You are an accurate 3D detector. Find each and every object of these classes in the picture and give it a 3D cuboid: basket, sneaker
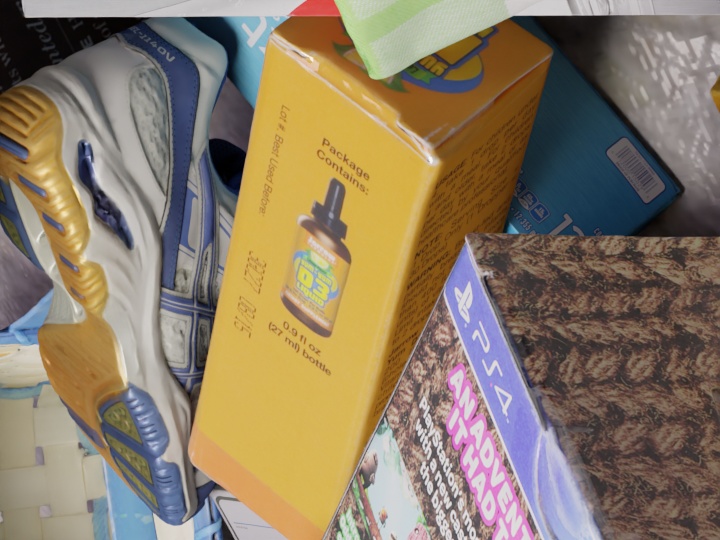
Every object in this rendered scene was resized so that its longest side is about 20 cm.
[{"bbox_3d":[-0.118,0.104,1.121,0.200,0.138,0.178,-22,75,62],"label":"basket"},{"bbox_3d":[-0.061,0.004,0.960,0.075,0.088,0.201,38,152,33],"label":"sneaker"}]

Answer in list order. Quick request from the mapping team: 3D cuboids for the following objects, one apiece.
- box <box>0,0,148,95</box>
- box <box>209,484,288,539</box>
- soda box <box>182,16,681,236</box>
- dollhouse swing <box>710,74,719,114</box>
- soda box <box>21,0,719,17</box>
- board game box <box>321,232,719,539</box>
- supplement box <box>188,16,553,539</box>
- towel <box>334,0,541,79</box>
[{"bbox_3d":[-0.181,-0.095,1.001,0.165,0.200,0.165,-10,112,52],"label":"box"},{"bbox_3d":[0.040,0.140,1.042,0.116,0.060,0.201,4,131,44],"label":"box"},{"bbox_3d":[0.006,-0.072,0.924,0.200,0.064,0.068,51,145,4],"label":"soda box"},{"bbox_3d":[0.157,0.045,0.757,0.181,0.176,0.201,-9,113,51],"label":"dollhouse swing"},{"bbox_3d":[0.004,-0.114,0.793,0.198,0.064,0.069,0,132,-3],"label":"soda box"},{"bbox_3d":[0.060,0.116,0.729,0.201,0.096,0.160,115,146,-41],"label":"board game box"},{"bbox_3d":[0.000,0.000,0.882,0.066,0.069,0.201,37,144,19],"label":"supplement box"},{"bbox_3d":[0.074,-0.120,0.672,0.031,0.199,0.149,67,-175,32],"label":"towel"}]
